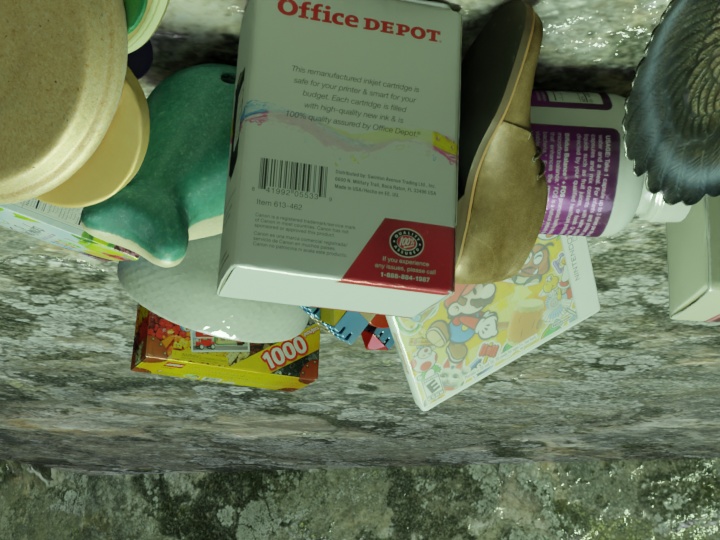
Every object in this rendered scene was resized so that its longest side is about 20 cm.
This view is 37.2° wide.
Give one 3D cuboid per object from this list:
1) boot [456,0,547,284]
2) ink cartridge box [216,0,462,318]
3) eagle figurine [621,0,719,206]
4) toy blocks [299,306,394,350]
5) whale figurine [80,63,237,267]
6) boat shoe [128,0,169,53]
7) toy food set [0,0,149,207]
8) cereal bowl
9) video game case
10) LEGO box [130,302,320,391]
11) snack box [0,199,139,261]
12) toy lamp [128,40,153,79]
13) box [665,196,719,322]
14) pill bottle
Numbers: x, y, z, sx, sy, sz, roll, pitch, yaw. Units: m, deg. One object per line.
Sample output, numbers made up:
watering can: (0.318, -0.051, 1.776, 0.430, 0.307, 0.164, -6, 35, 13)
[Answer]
boot: (0.098, -0.085, 0.746, 0.075, 0.201, 0.074, 8, -161, -20)
ink cartridge box: (-0.013, -0.080, 0.720, 0.145, 0.201, 0.083, 7, 164, -13)
eagle figurine: (0.218, -0.143, 0.571, 0.151, 0.152, 0.200, -1, 158, -25)
toy blocks: (0.000, 0.000, 0.939, 0.200, 0.137, 0.100, 46, 166, -29)
whale figurine: (-0.119, -0.082, 0.774, 0.159, 0.200, 0.104, 25, 125, 8)
boat shoe: (-0.183, -0.164, 0.666, 0.066, 0.074, 0.200, -10, 173, -39)
toy food set: (-0.212, -0.137, 0.614, 0.199, 0.199, 0.049, 6, -167, 18)
cereal bowl: (-0.134, -0.011, 1.054, 0.199, 0.084, 0.200, 17, -162, -6)
video game case: (0.114, 0.008, 0.941, 0.199, 0.023, 0.183, -28, 124, -13)
LEGO box: (-0.149, 0.047, 1.211, 0.199, 0.150, 0.077, 10, 160, -24)
snack box: (-0.274, -0.054, 0.960, 0.142, 0.053, 0.200, 23, 171, -20)
toy lamp: (-0.212, -0.128, 0.832, 0.058, 0.058, 0.200, 12, 159, -26)
box: (0.386, -0.022, 0.959, 0.199, 0.128, 0.109, 4, 163, -1)
pill bottle: (0.151, -0.083, 0.830, 0.199, 0.113, 0.112, 3, 162, 0)
